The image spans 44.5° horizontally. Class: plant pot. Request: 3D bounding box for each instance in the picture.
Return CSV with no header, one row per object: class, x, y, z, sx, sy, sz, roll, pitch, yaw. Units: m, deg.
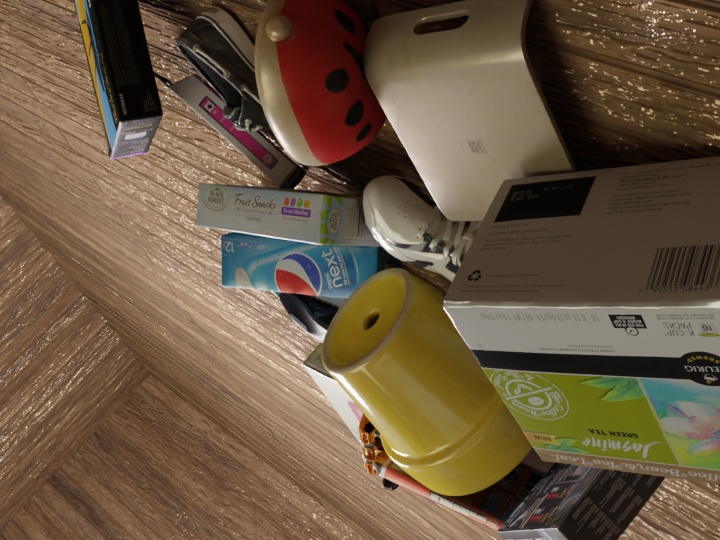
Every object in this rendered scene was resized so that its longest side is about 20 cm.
plant pot,0.070,0.102,0.920,0.189,0.201,0.201,41,162,-24

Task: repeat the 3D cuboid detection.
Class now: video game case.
video game case,0.138,0.242,1.006,0.199,0.143,0.018,21,110,20

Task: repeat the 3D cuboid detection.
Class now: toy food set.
toy food set,0.103,-0.115,0.682,0.143,0.061,0.200,4,140,42

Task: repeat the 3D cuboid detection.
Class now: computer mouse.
computer mouse,-0.041,0.042,1.132,0.200,0.140,0.046,31,122,38

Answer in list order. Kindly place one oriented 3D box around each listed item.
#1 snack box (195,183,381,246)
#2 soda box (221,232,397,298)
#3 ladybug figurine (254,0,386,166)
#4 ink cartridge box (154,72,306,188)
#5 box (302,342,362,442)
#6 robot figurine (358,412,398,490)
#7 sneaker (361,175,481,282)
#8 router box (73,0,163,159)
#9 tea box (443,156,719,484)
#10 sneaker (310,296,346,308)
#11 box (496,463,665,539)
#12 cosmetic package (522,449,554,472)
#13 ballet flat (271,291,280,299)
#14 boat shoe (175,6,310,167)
snack box,-0.059,-0.059,0.934,0.199,0.053,0.142,9,-175,43
soda box,-0.060,-0.009,1.019,0.199,0.068,0.064,4,100,22
ladybug figurine,-0.025,-0.155,0.713,0.072,0.136,0.200,6,175,17
ink cartridge box,-0.150,-0.169,1.008,0.200,0.037,0.095,40,-176,1
box,0.032,0.163,1.255,0.109,0.128,0.200,20,151,44
robot figurine,0.053,0.177,1.112,0.058,0.200,0.145,9,128,24
sneaker,0.099,-0.029,0.815,0.199,0.080,0.130,44,158,-6
router box,-0.271,-0.240,0.971,0.149,0.051,0.201,156,101,-69
tea box,0.201,0.039,0.625,0.199,0.134,0.197,-2,136,41
sneaker,0.000,0.000,1.064,0.199,0.075,0.090,16,123,21
box,0.232,0.190,0.838,0.050,0.200,0.158,45,160,5
cosmetic package,0.174,0.196,1.122,0.107,0.090,0.200,14,144,45
ballet flat,-0.120,-0.038,1.244,0.072,0.072,0.200,31,155,28
boat shoe,-0.113,-0.176,0.922,0.200,0.068,0.072,51,158,-25
